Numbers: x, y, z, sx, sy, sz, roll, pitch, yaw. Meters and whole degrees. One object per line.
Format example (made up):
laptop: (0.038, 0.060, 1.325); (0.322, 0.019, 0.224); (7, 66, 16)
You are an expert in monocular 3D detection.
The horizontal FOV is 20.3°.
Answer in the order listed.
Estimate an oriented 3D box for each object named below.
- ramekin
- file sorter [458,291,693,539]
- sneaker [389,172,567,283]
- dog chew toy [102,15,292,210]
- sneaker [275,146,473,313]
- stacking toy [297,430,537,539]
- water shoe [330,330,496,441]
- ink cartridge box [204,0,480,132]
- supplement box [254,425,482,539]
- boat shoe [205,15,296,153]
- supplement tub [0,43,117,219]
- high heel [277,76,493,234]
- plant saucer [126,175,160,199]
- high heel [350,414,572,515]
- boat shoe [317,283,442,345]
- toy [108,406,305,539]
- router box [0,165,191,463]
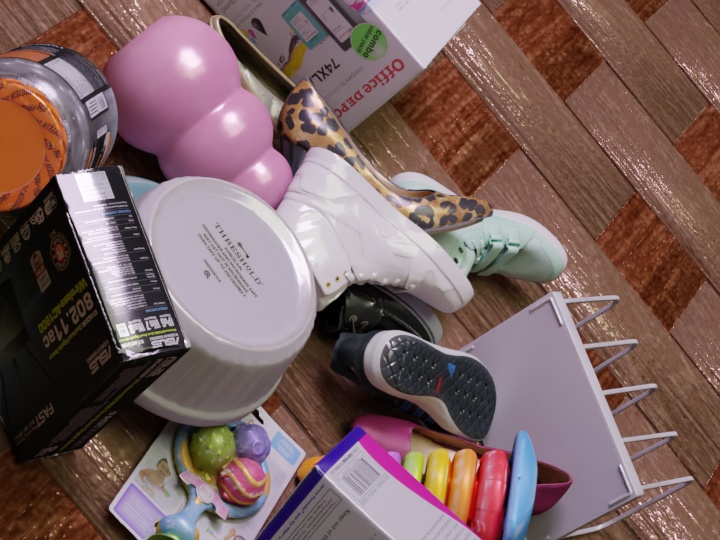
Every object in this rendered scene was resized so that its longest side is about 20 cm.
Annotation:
ramekin: (-0.125, 0.016, 1.611); (0.201, 0.094, 0.203); (22, 48, -27)
file sorter: (0.203, 0.138, 1.873); (0.124, 0.139, 0.201); (-1, 64, -47)
sneaker: (0.109, -0.006, 1.927); (0.199, 0.074, 0.119); (22, 43, -19)
dog chew toy: (-0.134, -0.121, 1.744); (0.200, 0.124, 0.125); (52, 41, -8)
sneaker: (0.000, 0.000, 1.748); (0.200, 0.074, 0.116); (40, 69, -19)
stacking toy: (0.044, 0.192, 1.703); (0.199, 0.110, 0.117); (10, 49, 1)
water shoe: (0.051, 0.095, 1.803); (0.200, 0.079, 0.072); (36, 69, -49)
ink cartridge box: (-0.019, -0.260, 1.927); (0.200, 0.147, 0.146); (47, 41, -7)
supplement box: (0.028, 0.239, 1.620); (0.200, 0.104, 0.101); (41, 25, 7)
boat shoe: (-0.078, -0.154, 1.862); (0.201, 0.063, 0.073); (42, 42, -13)
supplement tub: (-0.260, -0.108, 1.554); (0.123, 0.122, 0.200); (48, 9, -7)
high heel: (0.024, -0.104, 1.828); (0.198, 0.071, 0.144); (-1, 95, -7)
plant saucer: (-0.172, -0.003, 1.682); (0.199, 0.036, 0.201); (23, 47, -27)
high heel: (0.090, 0.162, 1.779); (0.199, 0.096, 0.068); (26, 48, -29)
boat shoe: (-0.017, 0.027, 1.796); (0.200, 0.070, 0.066); (38, 51, -17)
toy: (-0.111, 0.163, 1.626); (0.115, 0.047, 0.200); (46, 42, -10)
router box: (-0.217, 0.036, 1.496); (0.062, 0.200, 0.151); (-11, 70, -38)
